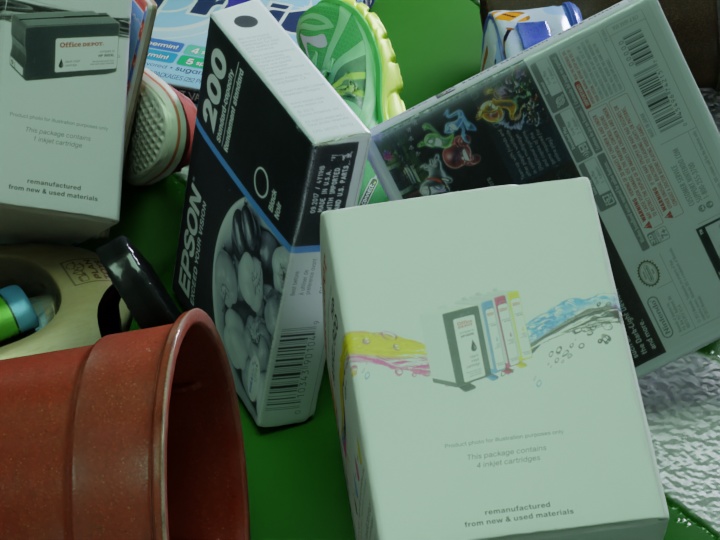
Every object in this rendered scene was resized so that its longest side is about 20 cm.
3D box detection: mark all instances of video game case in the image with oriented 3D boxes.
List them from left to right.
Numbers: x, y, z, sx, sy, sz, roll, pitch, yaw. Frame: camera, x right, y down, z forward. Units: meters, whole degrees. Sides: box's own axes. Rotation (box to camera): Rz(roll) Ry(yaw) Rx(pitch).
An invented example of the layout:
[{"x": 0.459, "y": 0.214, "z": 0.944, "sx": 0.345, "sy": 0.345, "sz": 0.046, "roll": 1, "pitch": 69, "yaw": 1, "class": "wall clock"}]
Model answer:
[{"x": 0.123, "y": -0.029, "z": 1.434, "sx": 0.182, "sy": 0.200, "sz": 0.023, "roll": -27, "pitch": 16, "yaw": 2, "class": "video game case"}]

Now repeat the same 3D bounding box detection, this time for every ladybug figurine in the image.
[{"x": -0.220, "y": 0.048, "z": 1.472, "sx": 0.200, "sy": 0.072, "sz": 0.136, "roll": -17, "pitch": 41, "yaw": -20, "class": "ladybug figurine"}]

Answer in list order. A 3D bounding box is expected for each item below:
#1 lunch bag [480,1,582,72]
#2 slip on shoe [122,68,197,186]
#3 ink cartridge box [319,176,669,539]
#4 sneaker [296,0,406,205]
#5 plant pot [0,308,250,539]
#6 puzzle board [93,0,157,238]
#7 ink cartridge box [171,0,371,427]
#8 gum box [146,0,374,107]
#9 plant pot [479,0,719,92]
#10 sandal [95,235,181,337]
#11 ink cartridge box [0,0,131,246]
[{"x": 0.116, "y": -0.063, "z": 1.539, "sx": 0.076, "sy": 0.160, "sz": 0.200, "roll": -4, "pitch": 38, "yaw": -4, "class": "lunch bag"}, {"x": -0.126, "y": -0.090, "z": 1.595, "sx": 0.061, "sy": 0.074, "sz": 0.200, "roll": -1, "pitch": 2, "yaw": -12, "class": "slip on shoe"}, {"x": 0.063, "y": 0.078, "z": 1.323, "sx": 0.145, "sy": 0.147, "sz": 0.200, "roll": -7, "pitch": 60, "yaw": -5, "class": "ink cartridge box"}, {"x": -0.017, "y": -0.093, "z": 1.526, "sx": 0.084, "sy": 0.074, "sz": 0.200, "roll": -5, "pitch": 46, "yaw": -10, "class": "sneaker"}, {"x": -0.171, "y": 0.125, "z": 1.293, "sx": 0.195, "sy": 0.201, "sz": 0.201, "roll": -4, "pitch": 38, "yaw": 8, "class": "plant pot"}, {"x": -0.174, "y": -0.126, "z": 1.600, "sx": 0.017, "sy": 0.151, "sz": 0.200, "roll": 6, "pitch": 21, "yaw": -23, "class": "puzzle board"}, {"x": -0.067, "y": -0.046, "z": 1.491, "sx": 0.043, "sy": 0.198, "sz": 0.200, "roll": -6, "pitch": 37, "yaw": -25, "class": "ink cartridge box"}, {"x": -0.100, "y": -0.166, "z": 1.765, "sx": 0.170, "sy": 0.045, "sz": 0.200, "roll": 11, "pitch": 40, "yaw": 14, "class": "gum box"}, {"x": 0.177, "y": -0.201, "z": 1.701, "sx": 0.198, "sy": 0.200, "sz": 0.200, "roll": -9, "pitch": 38, "yaw": 1, "class": "plant pot"}, {"x": -0.122, "y": 0.033, "z": 1.411, "sx": 0.048, "sy": 0.200, "sz": 0.075, "roll": -31, "pitch": 70, "yaw": -2, "class": "sandal"}, {"x": -0.198, "y": -0.117, "z": 1.525, "sx": 0.084, "sy": 0.145, "sz": 0.200, "roll": 8, "pitch": 77, "yaw": -24, "class": "ink cartridge box"}]
